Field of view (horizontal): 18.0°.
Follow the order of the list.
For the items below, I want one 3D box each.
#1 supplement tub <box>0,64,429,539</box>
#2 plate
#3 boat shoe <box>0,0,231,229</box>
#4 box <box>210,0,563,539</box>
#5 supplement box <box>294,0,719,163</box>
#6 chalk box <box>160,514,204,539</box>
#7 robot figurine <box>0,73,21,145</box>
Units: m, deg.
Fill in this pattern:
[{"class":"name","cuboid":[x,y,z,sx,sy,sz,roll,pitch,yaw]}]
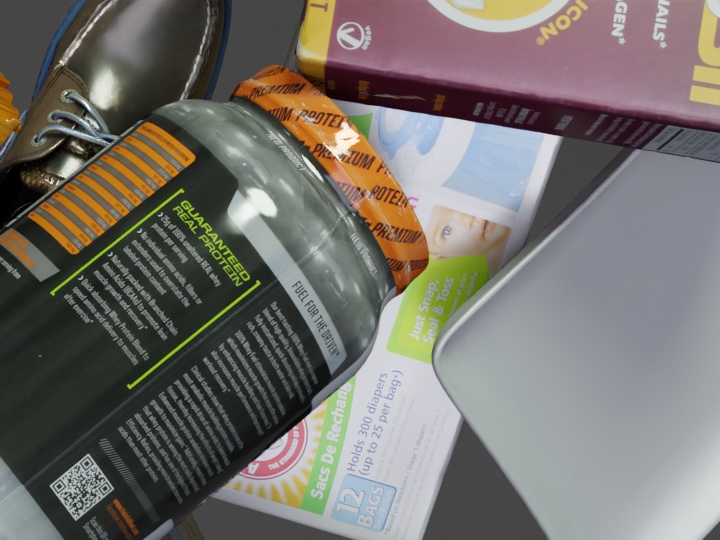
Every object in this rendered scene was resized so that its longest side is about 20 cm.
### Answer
[{"class":"supplement tub","cuboid":[-0.079,0.024,0.813,0.200,0.122,0.123,-39,104,-13]},{"class":"plate","cuboid":[0.127,0.022,0.937,0.200,0.032,0.200,-45,132,-12]},{"class":"boat shoe","cuboid":[-0.113,-0.044,0.942,0.072,0.072,0.201,27,103,-12]},{"class":"box","cuboid":[0.000,0.000,0.944,0.112,0.101,0.201,16,103,-7]},{"class":"supplement box","cuboid":[0.082,-0.107,0.827,0.198,0.086,0.111,9,87,1]},{"class":"chalk box","cuboid":[-0.119,0.152,0.943,0.124,0.200,0.124,-33,61,1]},{"class":"robot figurine","cuboid":[-0.241,-0.028,0.923,0.200,0.058,0.145,-39,139,19]}]
